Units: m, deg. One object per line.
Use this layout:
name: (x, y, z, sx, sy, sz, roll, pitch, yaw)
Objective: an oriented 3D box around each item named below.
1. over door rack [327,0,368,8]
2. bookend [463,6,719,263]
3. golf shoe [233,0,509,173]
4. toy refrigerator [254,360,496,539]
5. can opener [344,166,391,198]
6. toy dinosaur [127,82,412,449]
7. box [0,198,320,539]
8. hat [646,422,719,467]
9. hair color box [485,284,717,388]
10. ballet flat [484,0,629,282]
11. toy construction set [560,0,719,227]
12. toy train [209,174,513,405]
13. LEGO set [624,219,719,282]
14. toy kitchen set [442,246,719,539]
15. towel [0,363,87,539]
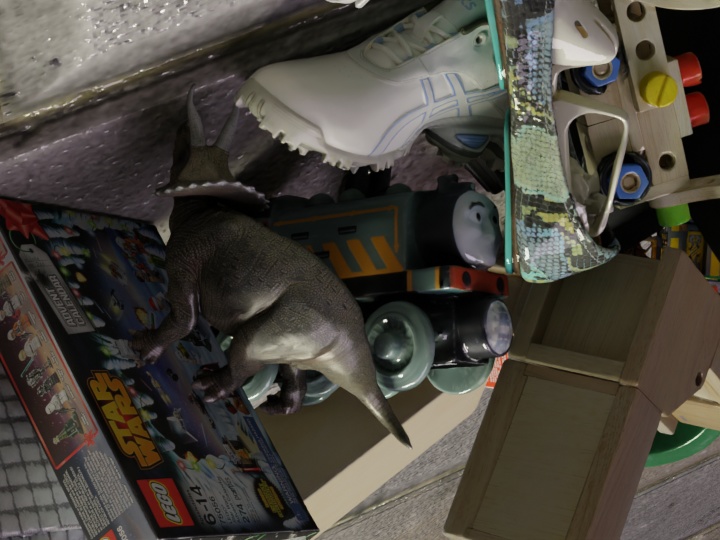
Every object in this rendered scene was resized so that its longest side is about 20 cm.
over door rack: (-0.001, -0.164, 0.718, 0.147, 0.067, 0.200, -7, 171, -44)
bookend: (0.183, -0.043, 1.045, 0.198, 0.200, 0.092, -33, 152, 9)
golf shoe: (0.022, -0.105, 0.926, 0.200, 0.078, 0.098, -8, 130, -48)
toy refrigerator: (-0.015, 0.094, 1.077, 0.200, 0.070, 0.076, -35, 158, -29)
can opener: (0.000, 0.000, 1.114, 0.078, 0.064, 0.200, -19, 157, -22)
toy dinosaur: (-0.048, 0.016, 0.892, 0.077, 0.200, 0.102, -32, 166, -52)
box: (-0.114, 0.058, 0.917, 0.040, 0.200, 0.137, -41, 156, 23)
hat: (0.247, 0.060, 1.618, 0.200, 0.176, 0.165, 37, 122, -25)
hair color box: (0.139, 0.044, 1.243, 0.110, 0.064, 0.200, -10, -172, -30)
ballet flat: (0.098, -0.090, 0.900, 0.074, 0.074, 0.201, -19, 118, -22)
toy construction set: (0.173, -0.099, 0.952, 0.131, 0.201, 0.092, -17, -179, -6)
toy train: (-0.008, 0.012, 0.982, 0.199, 0.115, 0.085, -7, 171, 37)
LEGO set: (0.214, -0.052, 1.191, 0.153, 0.117, 0.200, 4, 179, -21)
toy kitchen set: (0.117, 0.092, 1.028, 0.200, 0.163, 0.181, 40, 66, -51)
towel: (-0.223, 0.083, 0.891, 0.200, 0.166, 0.086, -2, 151, -49)
